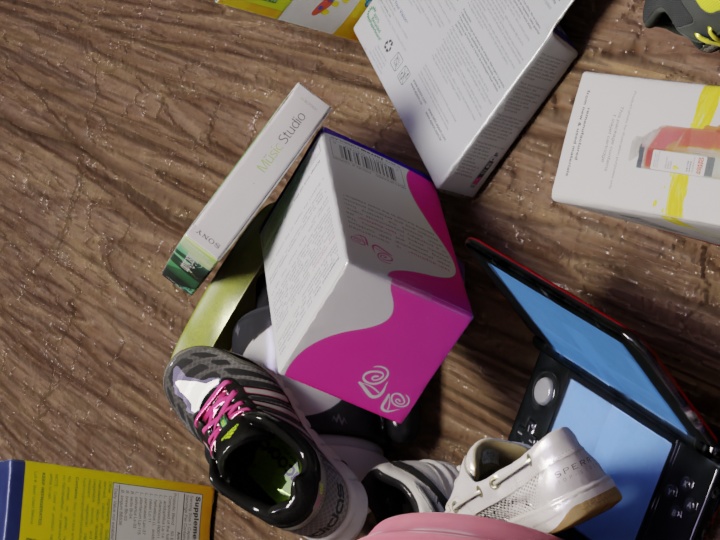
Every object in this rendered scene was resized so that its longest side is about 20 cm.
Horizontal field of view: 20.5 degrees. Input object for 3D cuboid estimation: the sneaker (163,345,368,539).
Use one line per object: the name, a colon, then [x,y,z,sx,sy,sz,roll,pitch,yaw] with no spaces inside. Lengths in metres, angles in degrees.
sneaker: [-0.080,0.116,1.403,0.074,0.087,0.200,-50,59,7]

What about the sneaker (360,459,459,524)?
sneaker: [0.046,0.223,1.381,0.076,0.088,0.200,-46,46,36]

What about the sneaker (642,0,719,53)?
sneaker: [0.244,-0.173,1.241,0.200,0.074,0.085,-148,68,-64]

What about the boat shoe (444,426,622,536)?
boat shoe: [0.094,0.139,1.278,0.200,0.071,0.069,-32,82,58]

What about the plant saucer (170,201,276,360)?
plant saucer: [-0.102,0.020,1.607,0.200,0.031,0.200,-58,-2,-3]

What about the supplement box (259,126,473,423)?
supplement box: [0.000,0.000,1.403,0.103,0.101,0.200,-58,20,22]

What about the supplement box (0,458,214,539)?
supplement box: [-0.238,0.229,1.693,0.109,0.200,0.109,-15,67,53]

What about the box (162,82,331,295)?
box: [-0.090,-0.058,1.521,0.144,0.036,0.200,-54,2,-12]

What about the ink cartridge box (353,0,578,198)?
ink cartridge box: [0.089,-0.191,1.491,0.200,0.043,0.196,-53,42,29]

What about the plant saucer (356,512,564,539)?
plant saucer: [0.077,0.201,1.247,0.200,0.200,0.051,-21,47,51]

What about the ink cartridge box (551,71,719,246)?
ink cartridge box: [0.232,-0.053,1.143,0.200,0.145,0.084,16,91,56]

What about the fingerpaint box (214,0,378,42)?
fingerpaint box: [-0.007,-0.286,1.551,0.200,0.167,0.073,-55,41,32]

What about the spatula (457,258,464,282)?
spatula: [0.032,-0.005,1.534,0.200,0.021,0.057,35,110,55]

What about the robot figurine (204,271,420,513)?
robot figurine: [-0.038,0.096,1.509,0.150,0.125,0.200,143,131,-58]

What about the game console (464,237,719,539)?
game console: [0.131,0.096,1.267,0.200,0.119,0.173,35,108,55]
